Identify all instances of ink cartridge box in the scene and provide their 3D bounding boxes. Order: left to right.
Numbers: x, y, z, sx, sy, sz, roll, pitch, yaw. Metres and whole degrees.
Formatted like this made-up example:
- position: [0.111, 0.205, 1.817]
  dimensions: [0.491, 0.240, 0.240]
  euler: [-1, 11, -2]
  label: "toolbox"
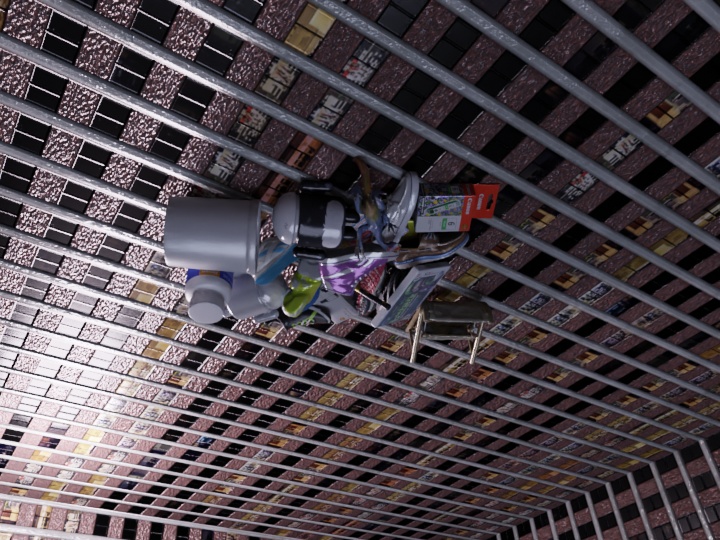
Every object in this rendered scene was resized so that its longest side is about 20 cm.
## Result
- position: [0.228, -0.148, 1.498]
  dimensions: [0.198, 0.051, 0.110]
  euler: [-1, 134, -4]
  label: "ink cartridge box"

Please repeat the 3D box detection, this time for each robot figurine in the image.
- position: [-0.274, 0.058, 1.644]
  dimensions: [0.198, 0.113, 0.171]
  euler: [-17, 114, 15]
  label: "robot figurine"
- position: [-0.104, -0.115, 1.456]
  dimensions: [0.198, 0.152, 0.125]
  euler: [5, 156, -12]
  label: "robot figurine"

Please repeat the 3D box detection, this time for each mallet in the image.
- position: [0.000, 0.044, 1.615]
  dimensions: [0.199, 0.066, 0.041]
  euler: [26, 125, 22]
  label: "mallet"

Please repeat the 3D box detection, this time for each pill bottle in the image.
- position: [-0.363, 0.022, 1.526]
  dimensions: [0.111, 0.201, 0.113]
  euler: [-3, 140, -3]
  label: "pill bottle"

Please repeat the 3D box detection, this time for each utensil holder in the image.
- position: [-0.330, -0.082, 1.438]
  dimensions: [0.198, 0.171, 0.171]
  euler: [3, 139, -6]
  label: "utensil holder"

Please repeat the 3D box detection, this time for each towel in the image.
- position: [0.109, -0.097, 1.581]
  dimensions: [0.198, 0.018, 0.087]
  euler: [-2, 134, -2]
  label: "towel"

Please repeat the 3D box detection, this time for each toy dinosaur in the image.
- position: [0.043, -0.124, 1.422]
  dimensions: [0.104, 0.202, 0.182]
  euler: [-2, 155, 16]
  label: "toy dinosaur"

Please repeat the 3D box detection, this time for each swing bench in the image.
- position: [0.249, 0.158, 1.809]
  dimensions: [0.197, 0.130, 0.201]
  euler: [4, 133, -9]
  label: "swing bench"

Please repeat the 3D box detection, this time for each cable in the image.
- position: [0.122, 0.042, 1.669]
  dimensions: [0.162, 0.051, 0.201]
  euler: [-24, 149, -29]
  label: "cable"

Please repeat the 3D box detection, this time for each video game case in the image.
- position: [0.132, 0.061, 1.640]
  dimensions: [0.181, 0.023, 0.201]
  euler: [-8, 139, -56]
  label: "video game case"

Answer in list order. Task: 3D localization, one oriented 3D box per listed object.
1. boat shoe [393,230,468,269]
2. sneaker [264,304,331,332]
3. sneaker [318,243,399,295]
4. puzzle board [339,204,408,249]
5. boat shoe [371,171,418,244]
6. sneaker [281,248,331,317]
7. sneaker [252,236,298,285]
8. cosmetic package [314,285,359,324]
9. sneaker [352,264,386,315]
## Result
- position: [0.165, -0.066, 1.552]
  dimensions: [0.198, 0.073, 0.073]
  euler: [-22, 124, 12]
  label: "boat shoe"
- position: [-0.179, 0.134, 1.733]
  dimensions: [0.198, 0.084, 0.072]
  euler: [10, 156, 10]
  label: "sneaker"
- position: [0.000, 0.000, 1.544]
  dimensions: [0.198, 0.073, 0.115]
  euler: [-9, 109, -4]
  label: "sneaker"
- position: [-0.002, -0.085, 1.562]
  dimensions: [0.199, 0.018, 0.150]
  euler: [-36, 125, 29]
  label: "puzzle board"
- position: [0.078, -0.138, 1.462]
  dimensions: [0.065, 0.074, 0.201]
  euler: [6, 123, -21]
  label: "boat shoe"
- position: [-0.128, 0.025, 1.604]
  dimensions: [0.201, 0.075, 0.105]
  euler: [-55, 169, 3]
  label: "sneaker"
- position: [-0.193, -0.055, 1.550]
  dimensions: [0.199, 0.081, 0.077]
  euler: [-37, 154, 4]
  label: "sneaker"
- position: [-0.087, 0.067, 1.723]
  dimensions: [0.082, 0.051, 0.200]
  euler: [-23, 136, 22]
  label: "cosmetic package"
- position: [0.034, 0.035, 1.687]
  dimensions: [0.074, 0.081, 0.201]
  euler: [-19, 151, -27]
  label: "sneaker"
